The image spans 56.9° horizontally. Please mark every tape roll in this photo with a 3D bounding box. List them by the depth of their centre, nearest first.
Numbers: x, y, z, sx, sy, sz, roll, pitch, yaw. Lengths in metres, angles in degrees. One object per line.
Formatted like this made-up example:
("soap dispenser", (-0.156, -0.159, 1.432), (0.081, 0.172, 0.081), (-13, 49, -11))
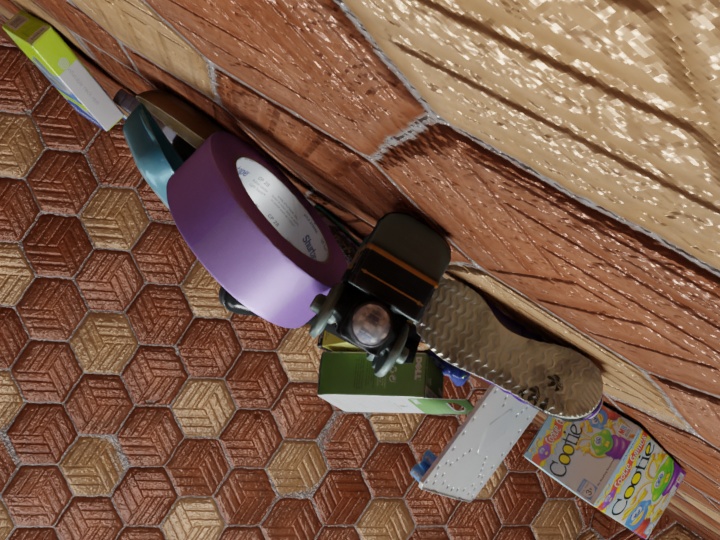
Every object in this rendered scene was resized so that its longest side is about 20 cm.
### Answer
("tape roll", (-0.099, -0.042, 0.671), (0.200, 0.065, 0.201), (48, -166, -16))

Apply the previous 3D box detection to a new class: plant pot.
("plant pot", (-0.186, -0.161, 0.825), (0.199, 0.028, 0.200), (35, 176, 3))

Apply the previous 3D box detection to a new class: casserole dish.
("casserole dish", (-0.239, -0.118, 0.835), (0.122, 0.038, 0.201), (59, 175, 29))

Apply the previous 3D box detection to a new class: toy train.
("toy train", (0.015, 0.016, 0.548), (0.084, 0.115, 0.200), (31, 178, -2))

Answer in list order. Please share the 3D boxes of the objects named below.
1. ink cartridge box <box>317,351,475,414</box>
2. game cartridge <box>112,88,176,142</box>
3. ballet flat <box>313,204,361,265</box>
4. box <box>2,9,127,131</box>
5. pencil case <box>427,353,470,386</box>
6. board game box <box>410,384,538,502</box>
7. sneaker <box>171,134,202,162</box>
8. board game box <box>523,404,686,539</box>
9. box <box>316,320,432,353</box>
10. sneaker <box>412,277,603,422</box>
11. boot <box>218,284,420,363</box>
("ink cartridge box", (0.053, 0.149, 0.873), (0.197, 0.060, 0.104), (-2, 157, 20))
("game cartridge", (-0.327, -0.233, 1.160), (0.129, 0.039, 0.200), (30, 175, 20))
("ballet flat", (0.000, 0.000, 0.848), (0.199, 0.073, 0.072), (36, 176, -8))
("box", (-0.462, -0.307, 1.059), (0.121, 0.048, 0.201), (33, 164, 36))
("pencil case", (0.088, 0.075, 0.931), (0.199, 0.087, 0.078), (36, -147, 2))
("board game box", (0.162, 0.198, 0.844), (0.026, 0.201, 0.200), (36, 178, 35))
("sneaker", (-0.188, -0.127, 0.984), (0.201, 0.068, 0.108), (39, 177, -8))
("board game box", (0.308, 0.241, 0.824), (0.199, 0.106, 0.103), (37, 175, -42))
("box", (0.037, 0.077, 0.852), (0.075, 0.051, 0.198), (30, 149, -36))
("sneaker", (0.137, 0.082, 0.627), (0.199, 0.070, 0.099), (34, 179, 33))
("boot", (-0.048, 0.052, 0.771), (0.163, 0.067, 0.199), (3, -164, -43))
